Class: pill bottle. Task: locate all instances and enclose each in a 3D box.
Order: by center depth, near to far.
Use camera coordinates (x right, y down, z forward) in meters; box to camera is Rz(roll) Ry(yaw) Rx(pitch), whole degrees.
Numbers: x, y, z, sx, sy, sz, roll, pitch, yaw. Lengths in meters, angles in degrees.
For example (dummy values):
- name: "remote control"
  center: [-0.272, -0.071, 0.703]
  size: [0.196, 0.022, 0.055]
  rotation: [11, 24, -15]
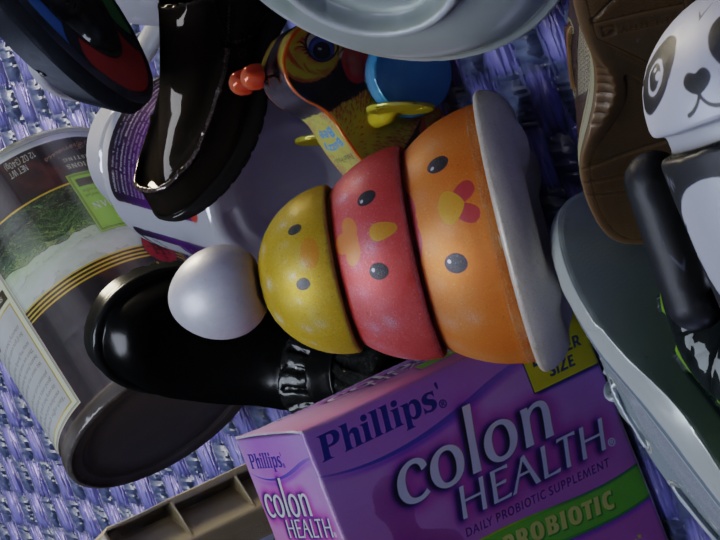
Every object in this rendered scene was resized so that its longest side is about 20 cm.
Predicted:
- name: "pill bottle"
  center: [-0.087, -0.062, 1.784]
  size: [0.200, 0.111, 0.112]
  rotation: [16, 126, 60]

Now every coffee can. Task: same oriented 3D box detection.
- name: "coffee can"
  center: [-0.181, 0.024, 2.014]
  size: [0.200, 0.146, 0.146]
  rotation: [55, 154, 24]

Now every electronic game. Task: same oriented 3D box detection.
- name: "electronic game"
  center: [-0.177, -0.164, 1.576]
  size: [0.200, 0.042, 0.200]
  rotation: [50, -170, -12]

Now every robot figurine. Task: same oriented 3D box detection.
- name: "robot figurine"
  center: [0.193, -0.028, 1.220]
  size: [0.125, 0.150, 0.200]
  rotation: [-118, 5, -87]

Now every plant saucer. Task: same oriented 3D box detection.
- name: "plant saucer"
  center: [0.005, -0.167, 1.436]
  size: [0.200, 0.050, 0.200]
  rotation: [12, 136, 11]

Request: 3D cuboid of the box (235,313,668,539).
- name: "box"
  center: [0.060, 0.144, 1.590]
  size: [0.097, 0.176, 0.200]
  rotation: [-14, 99, 66]

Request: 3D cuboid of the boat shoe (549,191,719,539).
- name: "boat shoe"
  center: [0.149, 0.057, 1.458]
  size: [0.201, 0.070, 0.072]
  rotation: [57, 150, 14]

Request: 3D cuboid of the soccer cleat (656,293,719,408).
- name: "soccer cleat"
  center: [0.206, 0.060, 1.365]
  size: [0.081, 0.067, 0.200]
  rotation: [-42, 74, 47]

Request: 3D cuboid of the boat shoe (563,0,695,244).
- name: "boat shoe"
  center: [0.128, -0.100, 1.383]
  size: [0.072, 0.072, 0.200]
  rotation: [-95, -8, -46]

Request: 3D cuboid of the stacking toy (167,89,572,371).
- name: "stacking toy"
  center: [0.000, 0.000, 1.519]
  size: [0.146, 0.200, 0.146]
  rotation: [-15, -90, -84]

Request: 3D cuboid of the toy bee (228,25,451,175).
- name: "toy bee"
  center: [-0.013, -0.095, 1.609]
  size: [0.200, 0.109, 0.131]
  rotation: [58, 157, 17]

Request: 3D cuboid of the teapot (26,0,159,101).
- name: "teapot"
  center: [-0.149, -0.218, 1.730]
  size: [0.200, 0.146, 0.197]
  rotation: [65, 156, 1]

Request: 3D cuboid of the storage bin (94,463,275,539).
- name: "storage bin"
  center: [-0.046, 0.220, 1.848]
  size: [0.199, 0.200, 0.094]
  rotation: [63, 154, 8]

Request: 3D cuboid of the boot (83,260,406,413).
- name: "boot"
  center: [-0.036, 0.054, 1.701]
  size: [0.158, 0.211, 0.080]
  rotation: [29, 110, 60]

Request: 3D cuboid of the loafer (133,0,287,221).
- name: "loafer"
  center: [-0.088, -0.126, 1.648]
  size: [0.073, 0.071, 0.200]
  rotation: [10, 81, 55]
